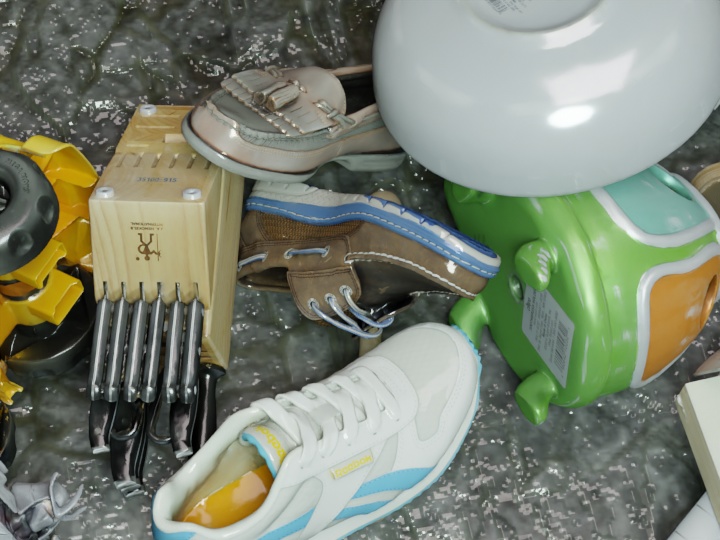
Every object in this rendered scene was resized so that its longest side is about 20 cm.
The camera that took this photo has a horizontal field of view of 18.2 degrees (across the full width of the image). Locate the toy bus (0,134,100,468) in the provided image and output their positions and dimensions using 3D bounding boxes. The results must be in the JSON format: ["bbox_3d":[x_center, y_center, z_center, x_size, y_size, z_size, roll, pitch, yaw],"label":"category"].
[{"bbox_3d":[-0.256,0.008,1.215,0.192,0.136,0.200,22,64,20],"label":"toy bus"}]

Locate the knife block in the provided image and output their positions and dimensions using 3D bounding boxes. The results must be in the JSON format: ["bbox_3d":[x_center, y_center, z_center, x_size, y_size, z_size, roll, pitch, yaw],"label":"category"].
[{"bbox_3d":[-0.105,0.020,1.246,0.064,0.176,0.200,2,27,6],"label":"knife block"}]

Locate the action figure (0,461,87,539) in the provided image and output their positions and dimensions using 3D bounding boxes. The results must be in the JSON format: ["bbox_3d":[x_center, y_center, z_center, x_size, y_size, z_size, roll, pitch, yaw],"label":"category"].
[{"bbox_3d":[-0.224,0.167,1.146,0.200,0.130,0.069,-33,29,-7],"label":"action figure"}]

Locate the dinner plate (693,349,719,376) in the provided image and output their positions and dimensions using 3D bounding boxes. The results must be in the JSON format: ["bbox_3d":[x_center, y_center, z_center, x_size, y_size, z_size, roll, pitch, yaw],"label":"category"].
[{"bbox_3d":[0.277,0.028,1.217,0.200,0.200,0.024,-12,87,-12],"label":"dinner plate"}]

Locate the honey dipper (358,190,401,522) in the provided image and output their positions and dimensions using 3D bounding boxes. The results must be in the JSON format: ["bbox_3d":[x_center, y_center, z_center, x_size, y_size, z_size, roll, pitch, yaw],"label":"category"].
[{"bbox_3d":[0.007,0.044,1.266,0.038,0.038,0.200,8,64,-2],"label":"honey dipper"}]

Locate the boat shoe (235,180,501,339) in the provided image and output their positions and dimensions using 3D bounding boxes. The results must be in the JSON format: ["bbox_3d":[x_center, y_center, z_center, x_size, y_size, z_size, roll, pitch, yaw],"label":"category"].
[{"bbox_3d":[0.000,0.000,1.231,0.072,0.200,0.072,26,83,-34],"label":"boat shoe"}]

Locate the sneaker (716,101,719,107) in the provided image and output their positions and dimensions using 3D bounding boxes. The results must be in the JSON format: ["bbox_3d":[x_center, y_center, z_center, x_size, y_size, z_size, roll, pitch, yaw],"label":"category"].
[{"bbox_3d":[0.196,-0.109,1.322,0.200,0.081,0.146,40,62,-14],"label":"sneaker"}]

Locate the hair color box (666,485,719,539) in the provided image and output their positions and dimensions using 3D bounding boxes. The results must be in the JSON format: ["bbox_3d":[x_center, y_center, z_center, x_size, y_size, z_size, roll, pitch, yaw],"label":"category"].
[{"bbox_3d":[0.222,0.158,1.221,0.099,0.061,0.200,38,65,13],"label":"hair color box"}]

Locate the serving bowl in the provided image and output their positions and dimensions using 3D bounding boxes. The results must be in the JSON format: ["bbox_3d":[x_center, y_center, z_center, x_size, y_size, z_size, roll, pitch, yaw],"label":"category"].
[{"bbox_3d":[0.099,-0.136,1.220,0.200,0.066,0.200,-7,52,9],"label":"serving bowl"}]

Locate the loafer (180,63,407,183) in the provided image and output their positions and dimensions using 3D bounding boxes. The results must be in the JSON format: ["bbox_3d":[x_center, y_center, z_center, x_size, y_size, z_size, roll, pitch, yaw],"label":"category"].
[{"bbox_3d":[-0.026,-0.093,1.257,0.072,0.063,0.200,42,23,21],"label":"loafer"}]

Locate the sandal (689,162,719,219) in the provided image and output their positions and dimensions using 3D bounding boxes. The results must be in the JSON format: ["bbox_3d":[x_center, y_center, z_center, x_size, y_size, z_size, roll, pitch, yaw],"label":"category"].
[{"bbox_3d":[0.284,-0.025,1.314,0.212,0.078,0.070,20,28,-14],"label":"sandal"}]

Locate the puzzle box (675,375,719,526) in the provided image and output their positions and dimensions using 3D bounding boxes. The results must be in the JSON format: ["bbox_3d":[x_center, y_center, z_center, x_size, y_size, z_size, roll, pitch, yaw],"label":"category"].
[{"bbox_3d":[0.282,0.103,1.207,0.200,0.025,0.133,-10,65,-12],"label":"puzzle box"}]

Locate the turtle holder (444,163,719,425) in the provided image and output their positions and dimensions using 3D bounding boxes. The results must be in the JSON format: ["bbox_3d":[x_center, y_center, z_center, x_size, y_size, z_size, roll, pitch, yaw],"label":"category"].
[{"bbox_3d":[0.121,-0.007,1.264,0.132,0.185,0.141,-17,108,-19],"label":"turtle holder"}]

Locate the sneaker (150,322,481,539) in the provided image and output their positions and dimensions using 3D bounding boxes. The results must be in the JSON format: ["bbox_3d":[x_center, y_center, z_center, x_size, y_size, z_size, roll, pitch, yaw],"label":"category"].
[{"bbox_3d":[-0.020,0.094,1.178,0.200,0.081,0.077,-38,58,-10],"label":"sneaker"}]
